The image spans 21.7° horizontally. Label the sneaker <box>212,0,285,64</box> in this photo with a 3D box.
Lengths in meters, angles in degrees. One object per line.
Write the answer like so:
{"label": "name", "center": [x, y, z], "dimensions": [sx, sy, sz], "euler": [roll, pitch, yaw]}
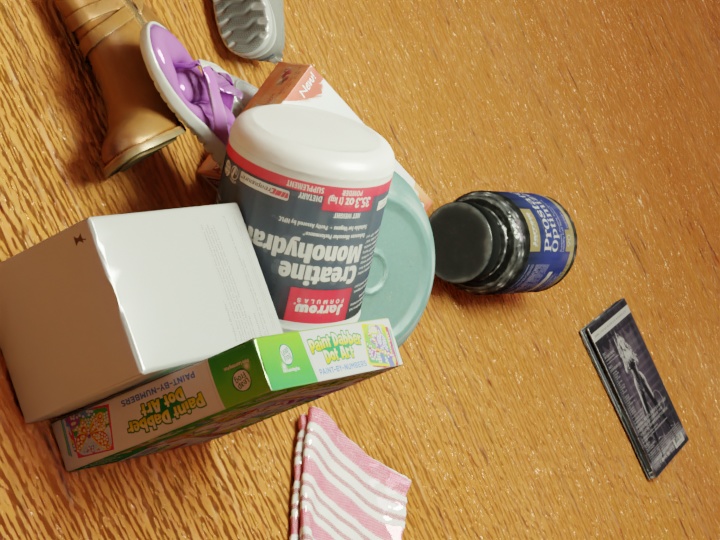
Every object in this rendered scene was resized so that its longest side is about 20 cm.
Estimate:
{"label": "sneaker", "center": [-0.117, -0.292, 1.845], "dimensions": [0.082, 0.074, 0.202], "euler": [35, 44, -67]}

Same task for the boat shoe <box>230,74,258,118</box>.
{"label": "boat shoe", "center": [-0.063, -0.124, 1.789], "dimensions": [0.200, 0.068, 0.072], "euler": [46, 34, -33]}

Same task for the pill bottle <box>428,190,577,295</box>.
{"label": "pill bottle", "center": [0.148, -0.030, 2.036], "dimensions": [0.199, 0.111, 0.113], "euler": [-2, 70, -61]}

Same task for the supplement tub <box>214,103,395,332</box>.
{"label": "supplement tub", "center": [-0.057, -0.024, 1.559], "dimensions": [0.140, 0.139, 0.202], "euler": [-30, 137, -62]}

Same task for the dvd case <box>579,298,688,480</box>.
{"label": "dvd case", "center": [0.341, 0.145, 2.335], "dimensions": [0.148, 0.016, 0.201], "euler": [-29, 95, -61]}

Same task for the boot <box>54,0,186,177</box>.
{"label": "boot", "center": [-0.209, -0.173, 1.578], "dimensions": [0.155, 0.073, 0.200], "euler": [58, 18, -16]}

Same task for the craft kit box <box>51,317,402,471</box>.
{"label": "craft kit box", "center": [-0.097, 0.093, 1.428], "dimensions": [0.199, 0.196, 0.049], "euler": [-6, 73, -60]}

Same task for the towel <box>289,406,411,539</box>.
{"label": "towel", "center": [-0.008, 0.234, 1.650], "dimensions": [0.146, 0.030, 0.201], "euler": [41, 37, -37]}

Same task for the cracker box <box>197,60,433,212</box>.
{"label": "cracker box", "center": [-0.039, -0.077, 1.738], "dimensions": [0.200, 0.057, 0.134], "euler": [45, 72, -32]}

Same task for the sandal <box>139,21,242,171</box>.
{"label": "sandal", "center": [-0.119, -0.141, 1.586], "dimensions": [0.203, 0.049, 0.083], "euler": [53, 18, -41]}

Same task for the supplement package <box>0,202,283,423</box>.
{"label": "supplement package", "center": [-0.171, 0.029, 1.430], "dimensions": [0.199, 0.119, 0.122], "euler": [-9, 77, -61]}

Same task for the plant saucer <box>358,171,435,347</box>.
{"label": "plant saucer", "center": [0.000, 0.000, 1.721], "dimensions": [0.199, 0.036, 0.202], "euler": [-7, 102, -36]}
